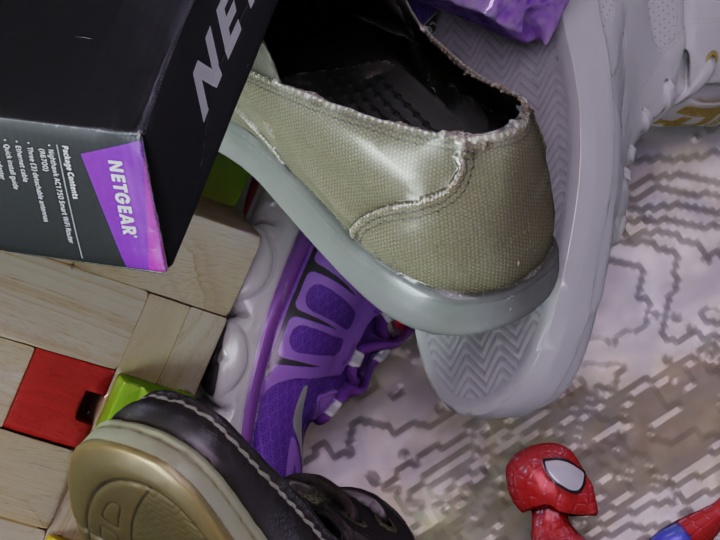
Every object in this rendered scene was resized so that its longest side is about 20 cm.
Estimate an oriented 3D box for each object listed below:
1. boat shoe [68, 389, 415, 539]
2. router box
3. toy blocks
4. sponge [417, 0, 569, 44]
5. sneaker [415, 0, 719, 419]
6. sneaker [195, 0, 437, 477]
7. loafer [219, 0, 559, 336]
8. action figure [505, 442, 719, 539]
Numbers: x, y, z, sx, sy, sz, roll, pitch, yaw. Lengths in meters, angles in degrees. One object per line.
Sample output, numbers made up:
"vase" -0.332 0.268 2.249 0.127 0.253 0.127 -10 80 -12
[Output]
"boat shoe" -0.017 0.087 0.761 0.073 0.200 0.065 20 64 32
"router box" -0.092 -0.096 0.705 0.148 0.051 0.200 8 50 14
"toy blocks" -0.123 0.030 0.776 0.136 0.100 0.201 19 102 -26
"sponge" 0.005 -0.144 0.811 0.200 0.030 0.112 26 92 47
"sneaker" 0.076 -0.046 0.812 0.115 0.074 0.201 19 70 -41
"sneaker" 0.000 0.000 0.829 0.083 0.081 0.201 20 82 -7
"loafer" -0.016 -0.067 0.751 0.075 0.070 0.200 -29 56 -36
"action figure" 0.119 0.124 0.803 0.099 0.065 0.200 -34 80 2
